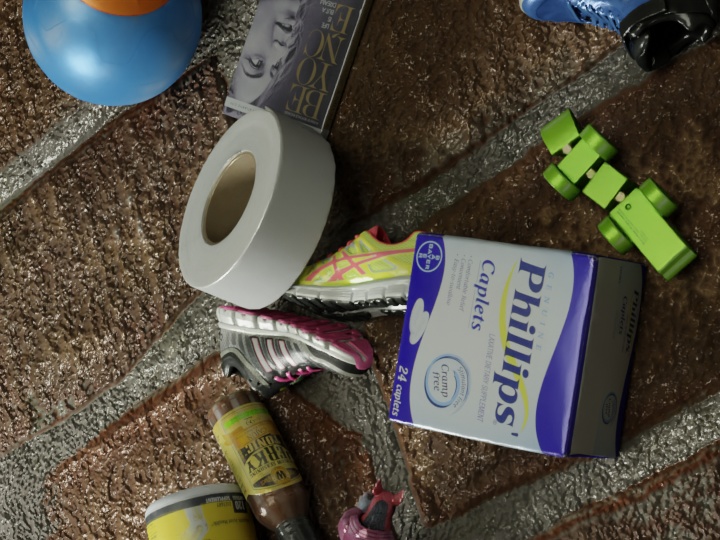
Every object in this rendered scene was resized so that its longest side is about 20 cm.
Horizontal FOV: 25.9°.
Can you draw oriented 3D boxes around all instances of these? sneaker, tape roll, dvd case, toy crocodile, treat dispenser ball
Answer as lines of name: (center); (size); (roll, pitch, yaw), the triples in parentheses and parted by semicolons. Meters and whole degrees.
sneaker: (-0.071, 0.094, 1.633); (0.199, 0.074, 0.088); (12, 99, 34)
sneaker: (0.000, 0.000, 1.599); (0.199, 0.078, 0.091); (-2, 71, 32)
tape roll: (-0.110, -0.065, 1.637); (0.202, 0.071, 0.203); (-40, 38, 41)
dvd case: (-0.066, -0.248, 1.714); (0.148, 0.016, 0.201); (22, 97, 36)
toy crocodile: (0.234, -0.072, 1.442); (0.068, 0.062, 0.200); (-48, 63, 14)
treat dispenser ball: (-0.279, -0.286, 1.762); (0.200, 0.201, 0.202); (-6, 79, 35)
sneaker: (0.237, -0.237, 1.449); (0.199, 0.077, 0.112); (-8, 68, 29)

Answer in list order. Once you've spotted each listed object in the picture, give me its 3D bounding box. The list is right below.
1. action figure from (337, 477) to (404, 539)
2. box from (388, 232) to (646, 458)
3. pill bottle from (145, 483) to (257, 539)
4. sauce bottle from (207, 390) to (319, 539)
action figure: (-0.006, 0.292, 1.512); (0.134, 0.148, 0.201); (25, 112, 42)
box: (0.144, 0.068, 1.454); (0.199, 0.105, 0.185); (8, 88, 36)
pill bottle: (-0.152, 0.331, 1.627); (0.112, 0.112, 0.201); (-26, 69, 31)
sauce bottle: (-0.093, 0.220, 1.632); (0.065, 0.065, 0.200); (-43, 62, 23)
